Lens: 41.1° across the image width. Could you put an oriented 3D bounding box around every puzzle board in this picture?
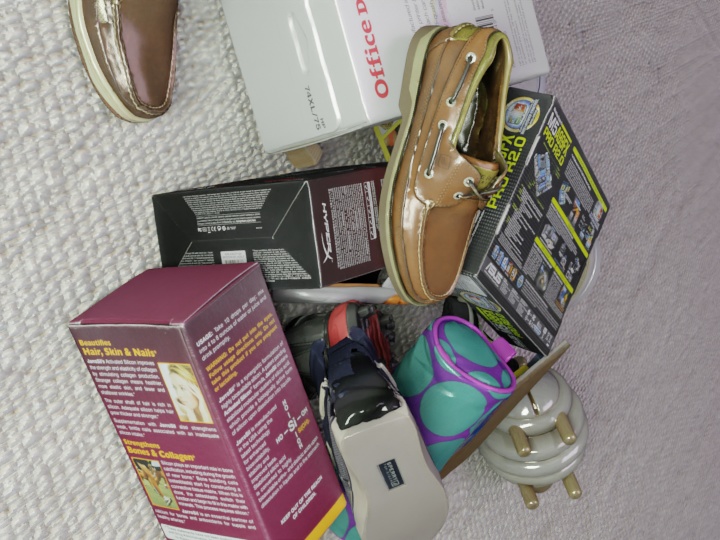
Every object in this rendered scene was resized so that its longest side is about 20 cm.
[{"bbox_3d":[0.107,0.152,0.913,0.017,0.200,0.151,46,41,16],"label":"puzzle board"}]

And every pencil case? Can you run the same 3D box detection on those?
[{"bbox_3d":[0.042,0.134,0.788,0.092,0.085,0.200,6,128,-45],"label":"pencil case"}]

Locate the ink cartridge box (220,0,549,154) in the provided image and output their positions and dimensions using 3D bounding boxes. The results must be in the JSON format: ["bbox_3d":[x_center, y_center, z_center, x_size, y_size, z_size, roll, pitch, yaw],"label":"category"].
[{"bbox_3d":[0.019,-0.194,0.767,0.200,0.146,0.147,-21,99,-36],"label":"ink cartridge box"}]

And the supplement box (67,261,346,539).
[{"bbox_3d":[-0.101,0.102,0.663,0.086,0.110,0.201,-42,122,-47],"label":"supplement box"}]

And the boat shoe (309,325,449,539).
[{"bbox_3d":[0.013,0.127,0.711,0.200,0.074,0.093,79,-10,-46],"label":"boat shoe"}]

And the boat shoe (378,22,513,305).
[{"bbox_3d":[0.062,-0.070,0.667,0.072,0.068,0.201,-9,106,-49],"label":"boat shoe"}]

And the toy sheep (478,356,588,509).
[{"bbox_3d":[0.186,0.170,1.047,0.138,0.137,0.201,-54,146,-42],"label":"toy sheep"}]

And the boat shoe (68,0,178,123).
[{"bbox_3d":[-0.151,-0.203,0.642,0.075,0.075,0.203,-21,105,-53],"label":"boat shoe"}]

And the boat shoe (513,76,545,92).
[{"bbox_3d":[0.156,-0.185,1.075,0.067,0.073,0.201,48,51,-45],"label":"boat shoe"}]

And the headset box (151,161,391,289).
[{"bbox_3d":[-0.033,-0.038,0.736,0.200,0.148,0.078,-19,104,-53],"label":"headset box"}]

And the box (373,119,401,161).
[{"bbox_3d":[0.070,-0.096,0.895,0.075,0.050,0.201,-8,71,-36],"label":"box"}]

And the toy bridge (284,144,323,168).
[{"bbox_3d":[-0.027,-0.186,0.857,0.067,0.027,0.200,53,49,-37],"label":"toy bridge"}]

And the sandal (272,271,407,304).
[{"bbox_3d":[0.006,0.000,0.849,0.206,0.079,0.059,2,89,-53],"label":"sandal"}]

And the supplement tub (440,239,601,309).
[{"bbox_3d":[0.158,-0.022,1.008,0.200,0.145,0.146,10,80,-54],"label":"supplement tub"}]

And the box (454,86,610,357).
[{"bbox_3d":[0.143,-0.033,0.815,0.200,0.044,0.161,40,71,-55],"label":"box"}]

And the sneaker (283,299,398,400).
[{"bbox_3d":[-0.019,0.072,0.819,0.200,0.098,0.071,36,41,-75],"label":"sneaker"}]

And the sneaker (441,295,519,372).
[{"bbox_3d":[0.115,0.078,0.931,0.200,0.082,0.072,78,23,-72],"label":"sneaker"}]
